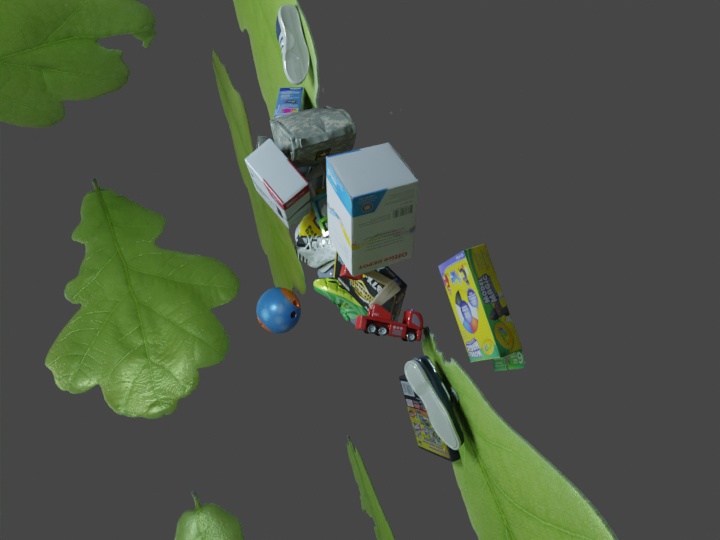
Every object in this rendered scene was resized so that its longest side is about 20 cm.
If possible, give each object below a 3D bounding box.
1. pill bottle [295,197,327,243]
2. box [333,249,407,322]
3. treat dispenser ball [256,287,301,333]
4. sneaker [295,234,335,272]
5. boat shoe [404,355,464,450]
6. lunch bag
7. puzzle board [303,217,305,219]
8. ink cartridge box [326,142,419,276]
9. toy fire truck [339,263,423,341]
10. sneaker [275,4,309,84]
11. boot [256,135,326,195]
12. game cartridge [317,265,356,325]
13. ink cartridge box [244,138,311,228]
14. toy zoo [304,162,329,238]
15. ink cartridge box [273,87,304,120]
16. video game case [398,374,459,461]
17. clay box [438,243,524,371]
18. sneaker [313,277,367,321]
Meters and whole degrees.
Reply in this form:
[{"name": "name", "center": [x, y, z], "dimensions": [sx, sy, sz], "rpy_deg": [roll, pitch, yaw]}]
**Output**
[{"name": "pill bottle", "center": [-0.092, -0.129, 1.582], "dimensions": [0.200, 0.108, 0.111], "rpy_deg": [-46, 60, 50]}, {"name": "box", "center": [0.019, 0.026, 1.413], "dimensions": [0.200, 0.049, 0.161], "rpy_deg": [45, 150, 21]}, {"name": "treat dispenser ball", "center": [-0.361, 0.177, 2.627], "dimensions": [0.201, 0.197, 0.205], "rpy_deg": [164, 90, -73]}, {"name": "sneaker", "center": [-0.101, -0.062, 1.513], "dimensions": [0.200, 0.114, 0.077], "rpy_deg": [-39, 40, 49]}, {"name": "boat shoe", "center": [0.163, 0.271, 1.237], "dimensions": [0.202, 0.061, 0.075], "rpy_deg": [57, 142, 23]}, {"name": "lunch bag", "center": [-0.111, -0.319, 1.421], "dimensions": [0.200, 0.161, 0.120], "rpy_deg": [-140, 35, -63]}, {"name": "puzzle board", "center": [-0.142, -0.193, 1.743], "dimensions": [0.150, 0.017, 0.204], "rpy_deg": [-31, -72, -68]}, {"name": "ink cartridge box", "center": [0.020, -0.122, 1.205], "dimensions": [0.203, 0.144, 0.146], "rpy_deg": [91, 156, -44]}, {"name": "toy fire truck", "center": [0.047, 0.068, 1.275], "dimensions": [0.049, 0.196, 0.144], "rpy_deg": [160, 121, -75]}, {"name": "sneaker", "center": [-0.182, -0.589, 1.576], "dimensions": [0.084, 0.073, 0.205], "rpy_deg": [178, 86, -71]}, {"name": "boot", "center": [-0.188, -0.269, 1.612], "dimensions": [0.073, 0.196, 0.186], "rpy_deg": [-139, 49, -58]}, {"name": "game cartridge", "center": [-0.035, 0.075, 1.623], "dimensions": [0.201, 0.040, 0.133], "rpy_deg": [54, 159, -13]}, {"name": "ink cartridge box", "center": [-0.195, -0.205, 1.448], "dimensions": [0.145, 0.083, 0.200], "rpy_deg": [49, 171, 8]}, {"name": "toy zoo", "center": [-0.067, -0.199, 1.472], "dimensions": [0.020, 0.130, 0.203], "rpy_deg": [17, -131, -62]}, {"name": "ink cartridge box", "center": [-0.193, -0.423, 1.676], "dimensions": [0.202, 0.074, 0.138], "rpy_deg": [-88, -2, -49]}, {"name": "video game case", "center": [0.157, 0.338, 1.392], "dimensions": [0.200, 0.025, 0.185], "rpy_deg": [156, 98, -73]}, {"name": "clay box", "center": [0.197, 0.070, 0.976], "dimensions": [0.115, 0.047, 0.204], "rpy_deg": [137, 117, -72]}, {"name": "sneaker", "center": [-0.038, 0.085, 1.521], "dimensions": [0.085, 0.197, 0.074], "rpy_deg": [-64, -3, 23]}]
